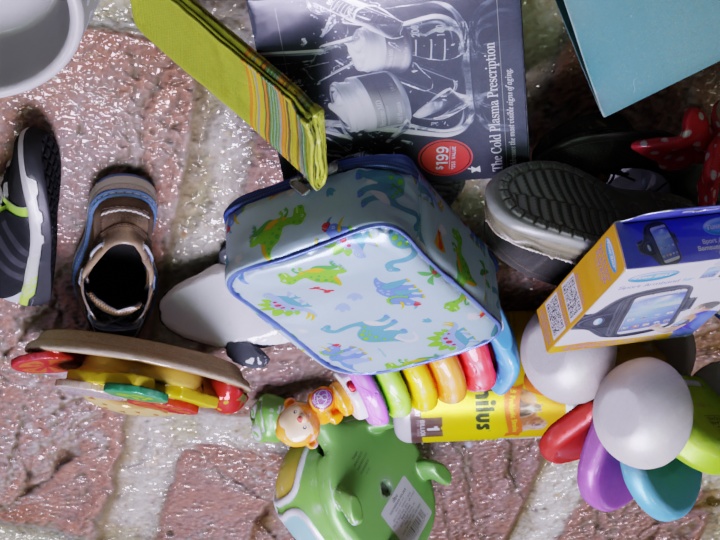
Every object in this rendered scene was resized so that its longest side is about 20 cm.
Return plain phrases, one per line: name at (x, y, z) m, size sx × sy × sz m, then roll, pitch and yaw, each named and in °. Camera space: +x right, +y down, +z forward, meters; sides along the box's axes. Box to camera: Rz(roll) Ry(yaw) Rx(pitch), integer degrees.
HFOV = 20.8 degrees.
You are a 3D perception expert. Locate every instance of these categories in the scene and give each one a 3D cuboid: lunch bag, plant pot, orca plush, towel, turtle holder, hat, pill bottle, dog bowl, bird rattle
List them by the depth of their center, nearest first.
plant pot at (0.216, -0.224, 1.268) m, size 0.199 × 0.142 × 0.142 m, roll -20°, pitch 138°, yaw 6°
towel at (-0.095, -0.137, 1.350) m, size 0.018 × 0.200 × 0.086 m, roll -38°, pitch 154°, yaw -22°
dog bowl at (-0.277, -0.197, 1.357) m, size 0.199 × 0.059 × 0.201 m, roll -1°, pitch 141°, yaw -1°
bird rattle at (0.292, -0.126, 1.382) m, size 0.163 × 0.112 × 0.201 m, roll -13°, pitch 127°, yaw -47°
lunch bag at (0.000, 0.000, 1.435) m, size 0.160 × 0.083 × 0.200 m, roll -19°, pitch 145°, yaw 24°
hat at (0.184, -0.067, 1.503) m, size 0.200 × 0.081 × 0.201 m, roll -7°, pitch 143°, yaw -5°
orca plush at (-0.066, 0.014, 1.642) m, size 0.199 × 0.071 × 0.106 m, roll -24°, pitch 92°, yaw 13°
pill bottle at (0.126, 0.089, 1.677) m, size 0.199 × 0.110 × 0.109 m, roll -3°, pitch 141°, yaw 2°
turtle holder at (-0.022, 0.199, 1.792) m, size 0.131 × 0.142 × 0.185 m, roll -14°, pitch 152°, yaw 43°

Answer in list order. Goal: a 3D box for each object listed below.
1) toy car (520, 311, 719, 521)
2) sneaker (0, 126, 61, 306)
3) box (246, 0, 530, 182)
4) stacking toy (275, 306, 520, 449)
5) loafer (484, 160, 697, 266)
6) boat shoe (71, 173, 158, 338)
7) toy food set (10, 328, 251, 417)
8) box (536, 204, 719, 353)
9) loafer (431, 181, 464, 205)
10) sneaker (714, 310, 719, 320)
toy car at (0.209, 0.115, 1.541) m, size 0.175 × 0.200 × 0.150 m, roll 4°, pitch 119°, yaw -48°
sneaker at (-0.281, -0.035, 1.548) m, size 0.082 × 0.072 × 0.200 m, roll 6°, pitch 141°, yaw -6°
box at (0.024, -0.160, 1.371) m, size 0.181 × 0.104 × 0.200 m, roll -4°, pitch 141°, yaw 6°
stacking toy at (0.020, 0.081, 1.562) m, size 0.199 × 0.116 × 0.110 m, roll -28°, pitch 167°, yaw -11°
loafer at (0.166, -0.023, 1.423) m, size 0.199 × 0.075 × 0.070 m, roll 12°, pitch 138°, yaw -31°
boat shoe at (-0.202, 0.010, 1.601) m, size 0.072 × 0.073 × 0.200 m, roll 2°, pitch 143°, yaw -4°
toy food set at (-0.191, 0.089, 1.647) m, size 0.199 × 0.049 × 0.198 m, roll 2°, pitch 168°, yaw 40°
box at (0.210, 0.005, 1.377) m, size 0.118 × 0.042 × 0.200 m, roll -6°, pitch 163°, yaw -15°
loafer at (0.009, -0.043, 1.532) m, size 0.075 × 0.070 × 0.200 m, roll 19°, pitch 133°, yaw -33°
sneaker at (0.312, 0.033, 1.548) m, size 0.080 × 0.116 × 0.199 m, roll -28°, pitch 164°, yaw 14°
